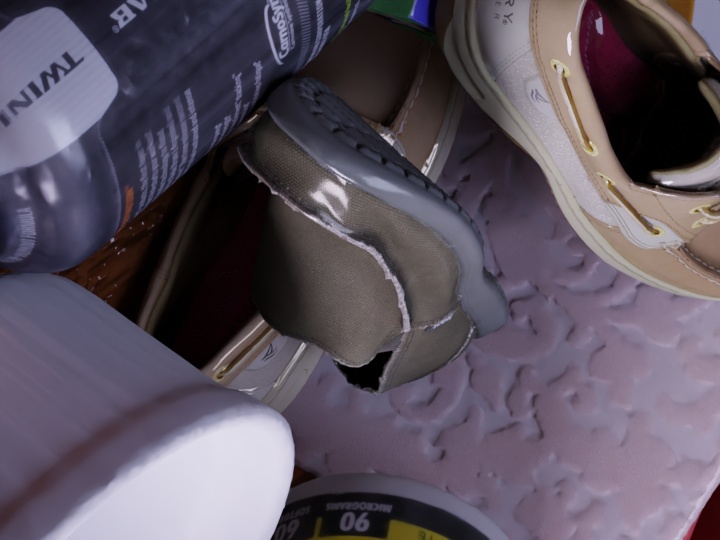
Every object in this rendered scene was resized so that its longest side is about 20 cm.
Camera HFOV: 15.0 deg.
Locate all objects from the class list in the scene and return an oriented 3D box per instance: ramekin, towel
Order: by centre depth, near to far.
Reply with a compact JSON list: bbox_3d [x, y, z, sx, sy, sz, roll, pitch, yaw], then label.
[{"bbox_3d":[-0.123,0.096,0.890,0.200,0.098,0.201,-45,161,-20],"label":"ramekin"},{"bbox_3d":[0.062,0.020,1.061,0.191,0.200,0.032,-56,168,-8],"label":"towel"}]

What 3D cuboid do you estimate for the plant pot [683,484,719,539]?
[{"bbox_3d":[0.113,0.074,1.182,0.200,0.177,0.201,-33,135,-39],"label":"plant pot"}]

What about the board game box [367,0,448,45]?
[{"bbox_3d":[0.073,-0.169,0.976,0.134,0.029,0.201,19,90,-56],"label":"board game box"}]

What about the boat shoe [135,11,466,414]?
[{"bbox_3d":[-0.023,-0.033,1.010,0.069,0.074,0.201,19,96,-63],"label":"boat shoe"}]

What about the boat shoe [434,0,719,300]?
[{"bbox_3d":[0.105,-0.045,0.960,0.200,0.066,0.074,36,76,-41],"label":"boat shoe"}]

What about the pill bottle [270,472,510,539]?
[{"bbox_3d":[-0.006,0.177,0.948,0.200,0.114,0.115,-78,166,-49],"label":"pill bottle"}]

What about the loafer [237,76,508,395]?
[{"bbox_3d":[0.000,0.000,0.930,0.070,0.075,0.200,-46,155,-3],"label":"loafer"}]

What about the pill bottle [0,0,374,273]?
[{"bbox_3d":[-0.088,-0.071,0.860,0.200,0.106,0.106,-44,143,-29],"label":"pill bottle"}]

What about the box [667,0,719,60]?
[{"bbox_3d":[0.142,-0.105,1.161,0.119,0.041,0.201,52,45,-55],"label":"box"}]
